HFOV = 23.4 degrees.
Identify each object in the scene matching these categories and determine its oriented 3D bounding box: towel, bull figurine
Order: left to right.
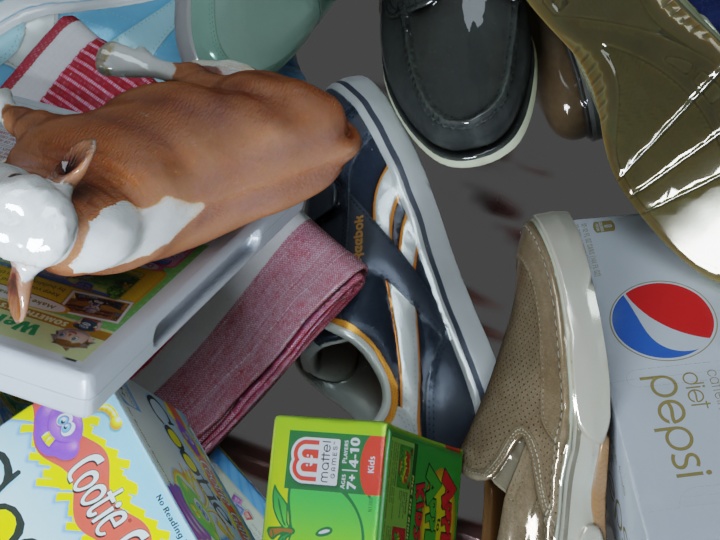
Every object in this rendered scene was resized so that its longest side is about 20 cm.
[{"bbox_3d":[-0.113,-0.009,0.783,0.200,0.023,0.144,41,88,20],"label":"towel"},{"bbox_3d":[-0.093,-0.040,0.663,0.121,0.065,0.200,26,28,38],"label":"bull figurine"}]

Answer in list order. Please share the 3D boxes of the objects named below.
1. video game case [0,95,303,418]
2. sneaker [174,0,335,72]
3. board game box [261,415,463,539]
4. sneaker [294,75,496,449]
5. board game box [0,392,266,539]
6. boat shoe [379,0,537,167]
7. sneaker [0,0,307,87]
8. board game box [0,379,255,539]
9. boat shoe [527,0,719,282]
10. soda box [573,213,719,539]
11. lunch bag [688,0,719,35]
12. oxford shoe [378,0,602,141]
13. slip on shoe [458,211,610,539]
[{"bbox_3d":[-0.150,-0.019,0.710,0.200,0.022,0.182,16,32,18],"label":"video game case"},{"bbox_3d":[-0.006,-0.161,0.768,0.201,0.074,0.118,-59,31,1],"label":"sneaker"},{"bbox_3d":[-0.004,0.163,0.675,0.048,0.102,0.201,2,79,20],"label":"board game box"},{"bbox_3d":[0.000,0.000,0.808,0.079,0.078,0.200,-15,65,-13],"label":"sneaker"},{"bbox_3d":[-0.127,0.110,0.778,0.134,0.034,0.200,-37,68,-17],"label":"board game box"},{"bbox_3d":[0.041,-0.140,0.816,0.073,0.063,0.202,-7,58,8],"label":"boat shoe"},{"bbox_3d":[-0.116,-0.076,0.850,0.200,0.080,0.131,-21,63,-9],"label":"sneaker"},{"bbox_3d":[-0.144,0.141,0.680,0.200,0.103,0.105,-34,69,2],"label":"board game box"},{"bbox_3d":[0.133,-0.087,0.776,0.073,0.063,0.201,-38,78,23],"label":"boat shoe"},{"bbox_3d":[0.134,0.066,0.748,0.064,0.068,0.200,-7,46,-2],"label":"soda box"},{"bbox_3d":[0.203,-0.122,0.828,0.136,0.132,0.200,-14,54,-47],"label":"lunch bag"},{"bbox_3d":[0.058,-0.128,0.883,0.084,0.073,0.200,-28,54,-8],"label":"oxford shoe"},{"bbox_3d":[0.071,0.076,0.737,0.060,0.076,0.201,-3,97,-1],"label":"slip on shoe"}]
